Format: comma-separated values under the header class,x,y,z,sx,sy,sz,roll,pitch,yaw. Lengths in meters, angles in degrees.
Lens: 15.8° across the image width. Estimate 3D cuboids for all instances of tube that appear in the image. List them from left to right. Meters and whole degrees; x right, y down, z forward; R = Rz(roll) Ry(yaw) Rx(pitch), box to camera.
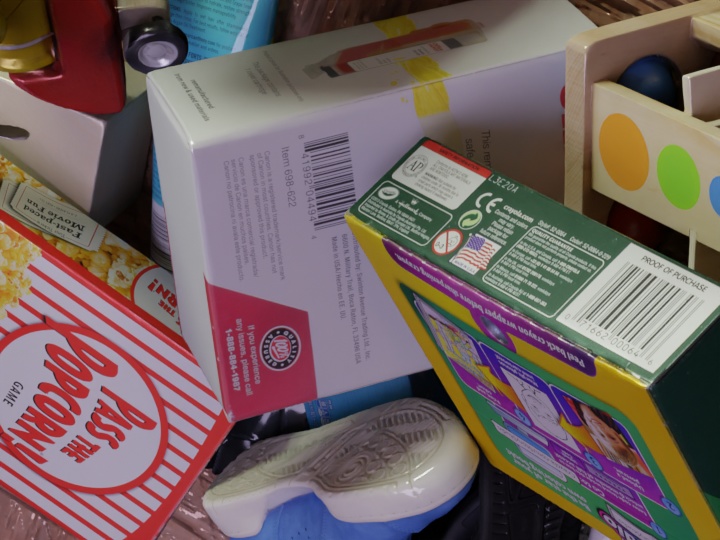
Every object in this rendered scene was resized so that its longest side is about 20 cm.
class,x,y,z,sx,sy,sz,roll,pitch,yaw
tube,-0.077,-0.077,1.300,0.077,0.050,0.201,16,119,20

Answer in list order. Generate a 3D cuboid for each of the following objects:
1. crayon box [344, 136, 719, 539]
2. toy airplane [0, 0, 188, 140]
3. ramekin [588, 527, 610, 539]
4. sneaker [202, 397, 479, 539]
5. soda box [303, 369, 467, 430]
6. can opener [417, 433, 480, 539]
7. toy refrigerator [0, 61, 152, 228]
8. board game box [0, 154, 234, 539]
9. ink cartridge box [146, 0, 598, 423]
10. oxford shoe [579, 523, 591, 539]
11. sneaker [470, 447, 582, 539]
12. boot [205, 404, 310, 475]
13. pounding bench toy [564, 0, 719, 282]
class,x,y,z,sx,sy,sz,roll,pitch,yaw
crayon box,0.102,0.049,1.079,0.200,0.058,0.173,31,159,48
toy airplane,-0.181,-0.154,1.195,0.141,0.200,0.200,-20,95,14
ramekin,0.201,0.138,1.221,0.200,0.098,0.201,9,119,17
sneaker,0.013,0.131,1.261,0.111,0.077,0.200,52,145,-16
soda box,0.000,0.000,1.288,0.068,0.064,0.201,1,119,29
can opener,0.062,0.113,1.335,0.200,0.078,0.064,-56,46,36
toy refrigerator,-0.208,-0.095,1.348,0.199,0.070,0.076,22,123,14
board game box,-0.160,0.044,1.330,0.200,0.046,0.152,34,126,0
ink cartridge box,0.015,-0.033,1.178,0.199,0.083,0.146,-14,120,-14
oxford shoe,0.137,0.210,1.341,0.201,0.075,0.058,67,165,-13
sneaker,0.077,0.130,1.257,0.060,0.104,0.201,11,85,-1
boot,-0.109,0.093,1.405,0.199,0.066,0.165,14,116,19
pounding bench toy,0.203,-0.047,1.114,0.156,0.200,0.125,31,130,49
